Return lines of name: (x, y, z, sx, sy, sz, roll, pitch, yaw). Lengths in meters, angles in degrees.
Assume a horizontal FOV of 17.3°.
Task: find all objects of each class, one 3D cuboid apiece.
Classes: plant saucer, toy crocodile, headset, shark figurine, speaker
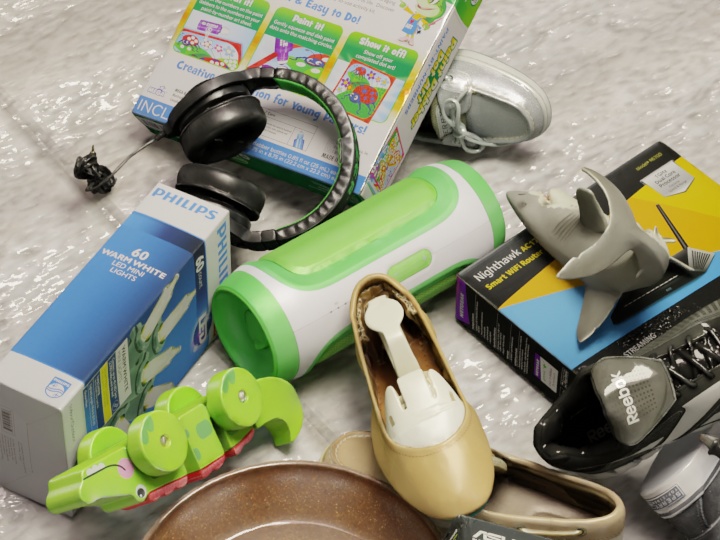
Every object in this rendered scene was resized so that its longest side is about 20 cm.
plant saucer: (-0.040, 0.203, 1.412, 0.199, 0.037, 0.201, -1, 47, 1)
toy crocodile: (-0.113, 0.109, 1.460, 0.067, 0.062, 0.200, -21, 4, 39)
headset: (-0.099, -0.072, 1.636, 0.198, 0.094, 0.124, -2, 76, 6)
shark figurine: (0.156, 0.003, 1.507, 0.128, 0.214, 0.090, 30, 89, -8)
speaker: (0.000, 0.000, 1.584, 0.199, 0.089, 0.088, -29, 53, -27)

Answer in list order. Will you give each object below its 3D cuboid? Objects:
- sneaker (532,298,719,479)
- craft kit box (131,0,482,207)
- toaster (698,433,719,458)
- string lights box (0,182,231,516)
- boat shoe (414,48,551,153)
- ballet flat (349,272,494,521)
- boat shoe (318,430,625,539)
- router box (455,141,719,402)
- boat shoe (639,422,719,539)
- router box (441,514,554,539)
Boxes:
sneaker: (0.185, 0.071, 1.435, 0.090, 0.200, 0.067, 0, 60, -58)
craft kit box: (-0.035, -0.162, 1.697, 0.199, 0.049, 0.198, 21, 79, 25)
toaster: (0.321, 0.173, 1.406, 0.180, 0.119, 0.200, -18, 50, -21)
string lights box: (-0.157, 0.048, 1.516, 0.059, 0.103, 0.200, 21, 49, 19)
boat shoe: (0.039, -0.120, 1.716, 0.201, 0.075, 0.065, 14, 52, 16)
ballet flat: (0.028, 0.073, 1.456, 0.068, 0.063, 0.200, -22, 37, -3)
boat shoe: (0.069, 0.134, 1.469, 0.199, 0.065, 0.072, 18, 47, 14)
router box: (0.184, 0.012, 1.603, 0.199, 0.051, 0.149, -33, 55, -28)
boat shoe: (0.252, 0.097, 1.516, 0.068, 0.072, 0.200, 46, 51, -9)
router box: (0.135, 0.230, 1.332, 0.199, 0.062, 0.150, 16, 34, -8)
